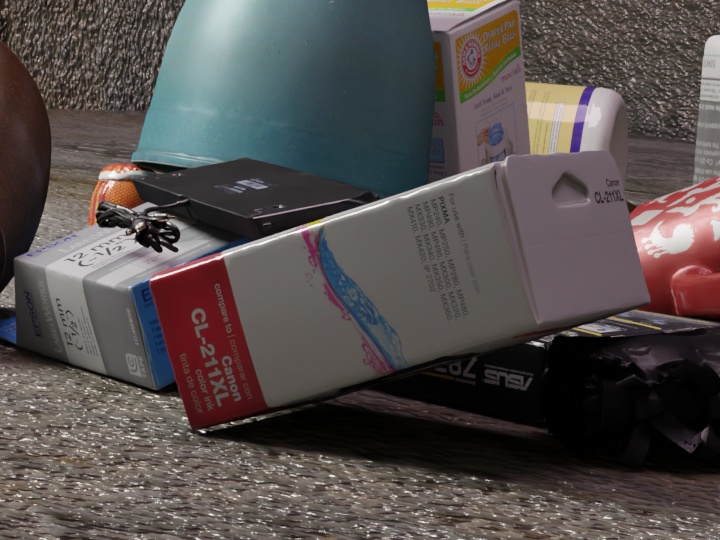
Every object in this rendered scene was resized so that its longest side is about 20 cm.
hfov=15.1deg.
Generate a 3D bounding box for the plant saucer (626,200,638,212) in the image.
[{"bbox_3d":[0.135,-0.033,2.070,0.200,0.031,0.200,16,-13,4],"label":"plant saucer"}]

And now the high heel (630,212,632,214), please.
[{"bbox_3d":[0.185,-0.004,1.882,0.200,0.067,0.096,-9,3,-43],"label":"high heel"}]

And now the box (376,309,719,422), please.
[{"bbox_3d":[0.084,0.042,1.531,0.161,0.049,0.200,-6,11,-44],"label":"box"}]

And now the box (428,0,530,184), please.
[{"bbox_3d":[0.050,-0.091,1.947,0.112,0.200,0.101,7,22,32],"label":"box"}]

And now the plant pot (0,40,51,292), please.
[{"bbox_3d":[-0.265,-0.042,1.622,0.187,0.187,0.200,2,20,-15],"label":"plant pot"}]

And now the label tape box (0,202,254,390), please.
[{"bbox_3d":[-0.115,-0.001,1.546,0.143,0.066,0.200,-25,23,-30],"label":"label tape box"}]

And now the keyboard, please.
[{"bbox_3d":[-0.080,-0.034,1.463,0.127,0.021,0.200,-11,11,-20],"label":"keyboard"}]

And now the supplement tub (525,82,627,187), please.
[{"bbox_3d":[0.115,-0.087,2.272,0.200,0.146,0.145,6,7,13],"label":"supplement tub"}]

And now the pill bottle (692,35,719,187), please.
[{"bbox_3d":[0.264,-0.044,1.710,0.113,0.200,0.113,5,4,0],"label":"pill bottle"}]

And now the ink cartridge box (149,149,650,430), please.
[{"bbox_3d":[0.022,0.009,1.344,0.200,0.083,0.146,-17,-5,28],"label":"ink cartridge box"}]

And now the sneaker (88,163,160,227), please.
[{"bbox_3d":[-0.109,-0.013,1.863,0.200,0.077,0.073,19,-8,-38],"label":"sneaker"}]

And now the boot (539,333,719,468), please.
[{"bbox_3d":[0.172,0.056,1.392,0.162,0.073,0.198,-3,5,-6],"label":"boot"}]

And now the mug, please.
[{"bbox_3d":[0.255,-0.020,1.567,0.200,0.134,0.177,-17,-22,27],"label":"mug"}]

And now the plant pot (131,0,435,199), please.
[{"bbox_3d":[-0.038,-0.144,1.812,0.200,0.188,0.200,10,-2,0],"label":"plant pot"}]
